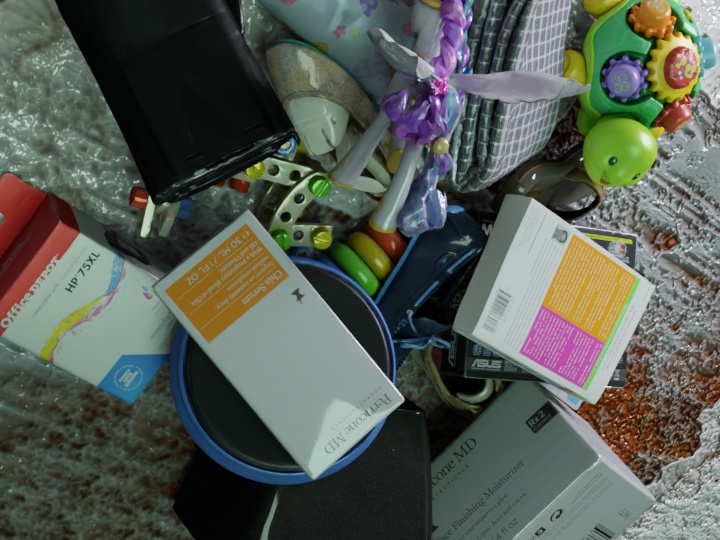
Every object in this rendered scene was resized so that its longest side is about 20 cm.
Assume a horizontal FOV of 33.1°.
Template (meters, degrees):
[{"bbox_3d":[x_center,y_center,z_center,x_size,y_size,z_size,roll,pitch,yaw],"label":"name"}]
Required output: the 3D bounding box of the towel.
[{"bbox_3d":[0.124,-0.179,1.058,0.166,0.085,0.200,-31,136,-55],"label":"towel"}]

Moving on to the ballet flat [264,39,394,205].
[{"bbox_3d":[-0.015,-0.119,1.044,0.068,0.067,0.200,-11,146,35],"label":"ballet flat"}]

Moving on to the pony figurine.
[{"bbox_3d":[0.054,-0.130,0.923,0.166,0.193,0.200,11,110,-25],"label":"pony figurine"}]

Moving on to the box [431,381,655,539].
[{"bbox_3d":[0.176,0.244,1.278,0.199,0.131,0.200,-46,143,6],"label":"box"}]

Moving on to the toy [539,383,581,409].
[{"bbox_3d":[0.206,0.059,1.267,0.200,0.047,0.115,36,83,-29],"label":"toy"}]

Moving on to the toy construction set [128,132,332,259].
[{"bbox_3d":[-0.109,-0.075,1.056,0.200,0.092,0.131,6,113,-38],"label":"toy construction set"}]

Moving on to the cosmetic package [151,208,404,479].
[{"bbox_3d":[-0.068,0.059,0.983,0.101,0.071,0.200,-41,94,-8],"label":"cosmetic package"}]

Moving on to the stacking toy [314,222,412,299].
[{"bbox_3d":[0.000,0.000,1.147,0.200,0.085,0.085,-40,124,-6],"label":"stacking toy"}]

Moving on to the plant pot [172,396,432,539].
[{"bbox_3d":[-0.044,0.190,1.163,0.200,0.199,0.178,9,98,-27],"label":"plant pot"}]

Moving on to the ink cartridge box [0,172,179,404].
[{"bbox_3d":[-0.250,0.017,1.048,0.200,0.067,0.116,34,99,-32],"label":"ink cartridge box"}]

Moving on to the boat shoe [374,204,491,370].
[{"bbox_3d":[0.055,0.035,1.127,0.084,0.069,0.200,-24,146,-47],"label":"boat shoe"}]

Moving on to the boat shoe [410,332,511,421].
[{"bbox_3d":[0.112,0.114,1.255,0.074,0.066,0.200,-45,124,3],"label":"boat shoe"}]

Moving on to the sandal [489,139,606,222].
[{"bbox_3d":[0.203,-0.079,1.167,0.200,0.055,0.082,-16,146,-49],"label":"sandal"}]

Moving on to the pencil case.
[{"bbox_3d":[-0.022,-0.227,1.014,0.200,0.083,0.091,37,93,-33],"label":"pencil case"}]

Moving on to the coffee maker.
[{"bbox_3d":[-0.148,-0.156,0.892,0.135,0.192,0.200,-27,92,11],"label":"coffee maker"}]

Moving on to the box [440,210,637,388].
[{"bbox_3d":[0.180,0.031,1.201,0.200,0.044,0.161,6,87,-28],"label":"box"}]

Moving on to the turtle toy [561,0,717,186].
[{"bbox_3d":[0.261,-0.172,1.137,0.146,0.101,0.200,25,89,-32],"label":"turtle toy"}]

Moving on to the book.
[{"bbox_3d":[0.181,0.032,1.124,0.200,0.048,0.134,31,80,-40],"label":"book"}]

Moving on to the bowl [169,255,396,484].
[{"bbox_3d":[-0.063,0.084,1.047,0.200,0.039,0.201,2,80,-12],"label":"bowl"}]
